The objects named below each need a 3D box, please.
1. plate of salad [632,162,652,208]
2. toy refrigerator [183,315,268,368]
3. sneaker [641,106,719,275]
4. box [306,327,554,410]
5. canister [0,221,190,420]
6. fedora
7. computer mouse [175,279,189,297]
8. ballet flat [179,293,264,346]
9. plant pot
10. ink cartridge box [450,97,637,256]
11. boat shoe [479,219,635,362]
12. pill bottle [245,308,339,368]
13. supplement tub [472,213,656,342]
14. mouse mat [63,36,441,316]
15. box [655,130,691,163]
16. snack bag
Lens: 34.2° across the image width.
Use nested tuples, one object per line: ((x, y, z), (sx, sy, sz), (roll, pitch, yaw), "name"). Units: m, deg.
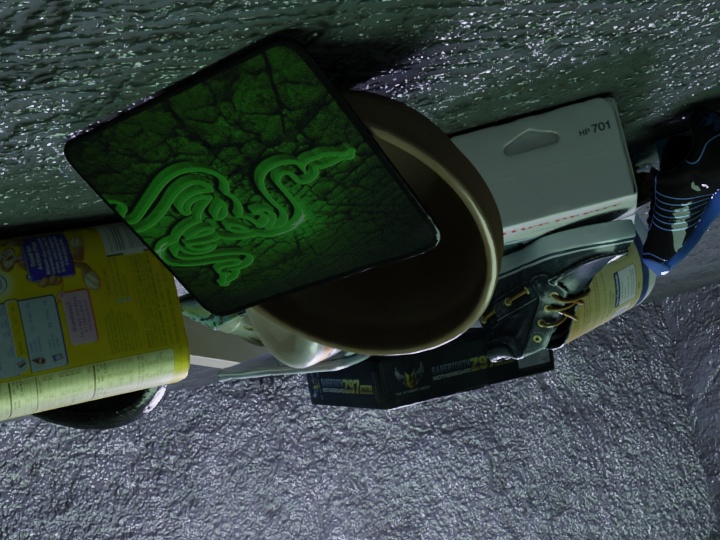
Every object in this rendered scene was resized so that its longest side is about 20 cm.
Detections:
((0.210, -0.071, 1.190), (0.199, 0.048, 0.200), (-17, -167, 4), "plate of salad")
((-0.183, 0.057, 1.239), (0.199, 0.076, 0.070), (12, 165, -42), "toy refrigerator")
((0.297, -0.074, 1.081), (0.070, 0.078, 0.200), (-51, 172, -36), "sneaker")
((0.067, 0.094, 1.164), (0.199, 0.051, 0.157), (-9, 180, -29), "box")
((-0.249, 0.041, 0.937), (0.199, 0.149, 0.086), (-10, 172, -26), "canister")
((-0.262, 0.052, 1.086), (0.200, 0.201, 0.092), (-15, -155, 19), "fedora")
((-0.147, -0.021, 1.048), (0.109, 0.044, 0.200), (-14, 169, -30), "computer mouse")
((-0.080, 0.040, 1.160), (0.199, 0.075, 0.074), (-11, 172, -9), "ballet flat")
((0.000, -0.046, 0.750), (0.200, 0.201, 0.093), (-18, -146, 37), "plant pot")
((0.157, -0.071, 1.005), (0.146, 0.086, 0.200), (-14, 174, 11), "ink cartridge box")
((0.172, 0.020, 1.017), (0.071, 0.091, 0.200), (-8, 170, -32), "boat shoe")
((0.000, 0.000, 1.061), (0.199, 0.117, 0.116), (-25, 180, -31), "pill bottle")
((0.209, 0.008, 1.289), (0.199, 0.145, 0.144), (-25, 178, -24), "supplement tub")
((-0.068, -0.046, 0.705), (0.199, 0.161, 0.008), (-17, -145, 36), "mouse mat")
((0.371, -0.110, 1.188), (0.082, 0.049, 0.200), (-16, 171, 30), "box")
((-0.018, 0.069, 1.171), (0.188, 0.022, 0.199), (-20, -174, -43), "snack bag")
